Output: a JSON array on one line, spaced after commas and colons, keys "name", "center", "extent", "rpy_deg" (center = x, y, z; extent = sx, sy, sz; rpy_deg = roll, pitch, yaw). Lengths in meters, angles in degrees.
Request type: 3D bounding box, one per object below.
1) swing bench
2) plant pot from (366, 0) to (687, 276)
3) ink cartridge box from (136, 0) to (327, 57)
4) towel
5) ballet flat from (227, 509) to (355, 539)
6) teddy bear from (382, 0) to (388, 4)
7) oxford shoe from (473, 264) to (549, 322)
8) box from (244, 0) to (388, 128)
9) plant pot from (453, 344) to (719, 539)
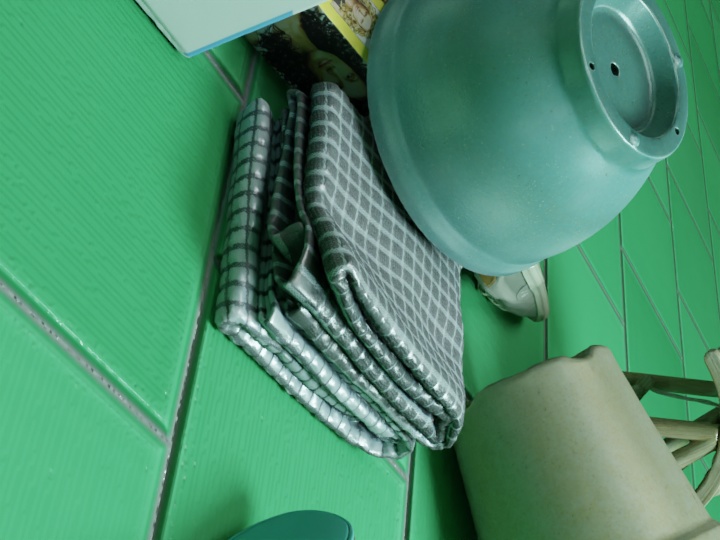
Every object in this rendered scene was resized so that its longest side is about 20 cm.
[{"name": "swing bench", "center": [0.242, 0.135, 1.108], "extent": [0.199, 0.198, 0.131], "rpy_deg": [-10, 85, -65]}, {"name": "plant pot", "center": [0.119, -0.109, 0.819], "extent": [0.199, 0.133, 0.203], "rpy_deg": [16, 66, -43]}, {"name": "ink cartridge box", "center": [-0.067, -0.259, 0.741], "extent": [0.146, 0.145, 0.202], "rpy_deg": [49, 34, -42]}, {"name": "towel", "center": [0.000, 0.000, 0.807], "extent": [0.200, 0.085, 0.167], "rpy_deg": [48, 34, -44]}, {"name": "ballet flat", "center": [-0.061, 0.171, 0.617], "extent": [0.200, 0.071, 0.073], "rpy_deg": [-17, 91, -66]}, {"name": "teddy bear", "center": [0.021, -0.272, 0.908], "extent": [0.066, 0.145, 0.202], "rpy_deg": [-12, 120, -26]}, {"name": "oxford shoe", "center": [0.128, 0.004, 1.122], "extent": [0.200, 0.057, 0.076], "rpy_deg": [41, 31, -74]}, {"name": "box", "center": [0.014, -0.113, 0.862], "extent": [0.200, 0.075, 0.050], "rpy_deg": [45, 53, -26]}, {"name": "plant pot", "center": [0.155, 0.163, 0.948], "extent": [0.200, 0.199, 0.185], "rpy_deg": [7, 58, -64]}]
